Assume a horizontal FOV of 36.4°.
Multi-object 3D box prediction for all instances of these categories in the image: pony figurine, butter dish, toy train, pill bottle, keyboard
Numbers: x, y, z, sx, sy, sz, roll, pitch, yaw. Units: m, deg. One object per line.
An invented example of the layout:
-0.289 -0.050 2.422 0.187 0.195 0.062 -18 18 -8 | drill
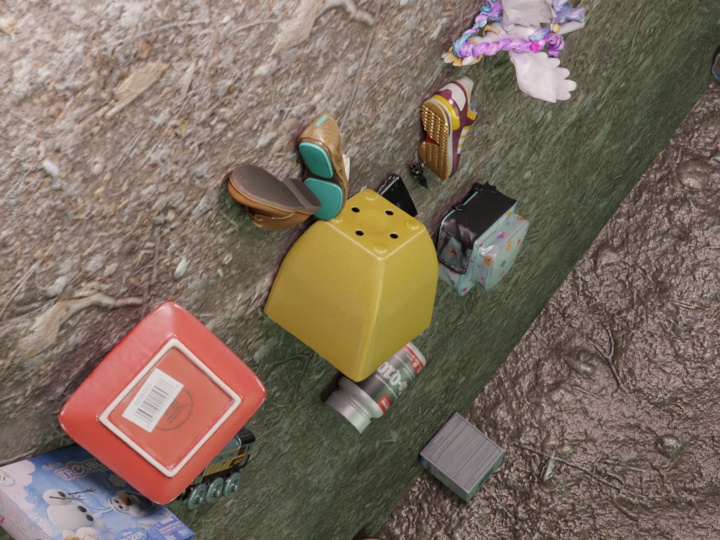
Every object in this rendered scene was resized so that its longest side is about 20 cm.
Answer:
0.239 -0.343 1.592 0.200 0.193 0.167 -38 124 -36 | pony figurine
-0.257 0.149 1.360 0.200 0.148 0.200 -48 121 -9 | butter dish
-0.248 0.312 1.775 0.200 0.085 0.114 0 113 -65 | toy train
0.029 0.223 2.206 0.200 0.114 0.114 -49 161 -13 | pill bottle
0.067 -0.120 1.819 0.127 0.021 0.200 -45 162 -3 | keyboard

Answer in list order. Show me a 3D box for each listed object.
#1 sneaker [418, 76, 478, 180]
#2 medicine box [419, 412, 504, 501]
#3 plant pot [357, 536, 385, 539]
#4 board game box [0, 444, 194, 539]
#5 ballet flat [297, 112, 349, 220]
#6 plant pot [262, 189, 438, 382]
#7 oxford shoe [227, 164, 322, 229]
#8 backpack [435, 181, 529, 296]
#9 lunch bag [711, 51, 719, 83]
0.147 -0.221 1.735 0.090 0.075 0.200 -40 160 -18 | sneaker
0.314 0.580 3.409 0.182 0.200 0.103 -45 158 -19 | medicine box
0.032 0.925 3.440 0.200 0.200 0.175 -51 180 -3 | plant pot
-0.336 0.302 1.345 0.043 0.199 0.200 -60 161 16 | board game box
-0.044 -0.143 1.462 0.200 0.068 0.073 79 32 -61 | ballet flat
0.000 0.000 1.621 0.194 0.195 0.200 -35 151 -42 | plant pot
-0.117 -0.081 1.377 0.071 0.071 0.200 -41 161 14 | oxford shoe
0.227 -0.048 2.136 0.176 0.153 0.200 -46 168 -35 | backpack
1.155 -0.648 3.292 0.170 0.127 0.200 -50 168 -1 | lunch bag
